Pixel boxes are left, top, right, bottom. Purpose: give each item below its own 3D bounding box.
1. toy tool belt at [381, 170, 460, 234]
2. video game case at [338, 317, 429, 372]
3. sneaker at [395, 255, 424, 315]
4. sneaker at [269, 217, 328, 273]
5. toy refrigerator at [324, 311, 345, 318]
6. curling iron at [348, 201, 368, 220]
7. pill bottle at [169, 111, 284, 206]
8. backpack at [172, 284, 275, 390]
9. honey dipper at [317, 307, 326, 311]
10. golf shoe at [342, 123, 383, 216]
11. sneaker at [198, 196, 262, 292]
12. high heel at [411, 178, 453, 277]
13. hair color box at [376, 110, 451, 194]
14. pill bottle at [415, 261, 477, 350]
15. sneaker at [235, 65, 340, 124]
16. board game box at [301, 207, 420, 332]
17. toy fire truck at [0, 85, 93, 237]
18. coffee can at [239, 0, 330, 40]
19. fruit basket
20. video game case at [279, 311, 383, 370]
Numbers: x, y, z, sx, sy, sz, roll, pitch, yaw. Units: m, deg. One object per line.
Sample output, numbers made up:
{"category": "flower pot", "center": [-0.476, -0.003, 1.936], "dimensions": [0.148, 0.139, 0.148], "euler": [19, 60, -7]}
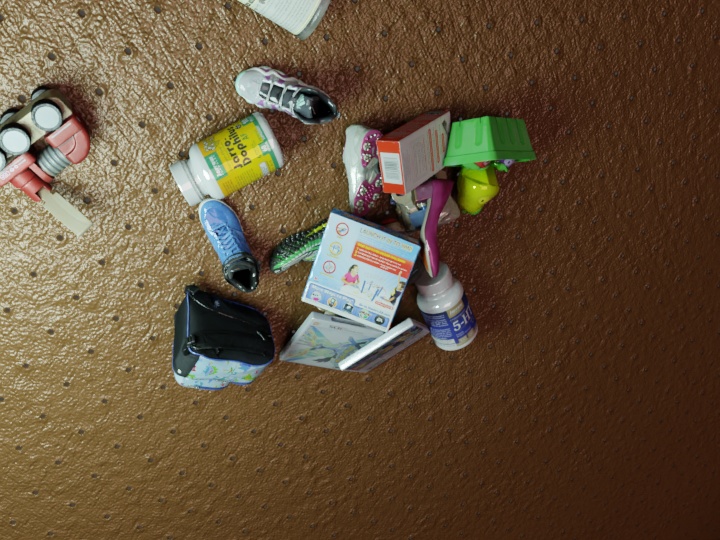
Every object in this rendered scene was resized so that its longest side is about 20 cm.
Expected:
{"category": "toy tool belt", "center": [0.121, -0.150, 1.289], "dimensions": [0.196, 0.125, 0.125], "euler": [-16, 87, -19]}
{"category": "video game case", "center": [0.060, 0.181, 1.367], "dimensions": [0.198, 0.023, 0.182], "euler": [-33, 161, 10]}
{"category": "sneaker", "center": [0.071, 0.027, 1.302], "dimensions": [0.201, 0.074, 0.080], "euler": [-55, 142, -26]}
{"category": "sneaker", "center": [-0.105, -0.040, 1.250], "dimensions": [0.197, 0.078, 0.086], "euler": [-26, 121, -11]}
{"category": "toy refrigerator", "center": [-0.015, 0.058, 1.336], "dimensions": [0.075, 0.070, 0.203], "euler": [16, 106, -28]}
{"category": "curling iron", "center": [0.037, -0.088, 1.320], "dimensions": [0.200, 0.025, 0.050], "euler": [44, 73, -28]}
{"category": "pill bottle", "center": [-0.253, -0.206, 1.092], "dimensions": [0.197, 0.113, 0.114], "euler": [-29, 121, -8]}
{"category": "backpack", "center": [-0.290, 0.154, 1.205], "dimensions": [0.197, 0.185, 0.148], "euler": [16, 129, -31]}
{"category": "honey dipper", "center": [-0.055, 0.006, 1.282], "dimensions": [0.037, 0.038, 0.202], "euler": [5, 127, -24]}
{"category": "golf shoe", "center": [0.000, -0.214, 1.221], "dimensions": [0.074, 0.091, 0.203], "euler": [-20, 133, -34]}
{"category": "sneaker", "center": [-0.259, -0.046, 1.162], "dimensions": [0.076, 0.111, 0.203], "euler": [-24, 120, -10]}
{"category": "high heel", "center": [0.167, -0.091, 1.204], "dimensions": [0.094, 0.067, 0.205], "euler": [-8, 90, -8]}
{"category": "hair color box", "center": [0.118, -0.250, 1.205], "dimensions": [0.199, 0.063, 0.113], "euler": [-37, 127, -40]}
{"category": "pill bottle", "center": [0.205, 0.085, 1.412], "dimensions": [0.118, 0.120, 0.202], "euler": [-32, 121, -6]}
{"category": "sneaker", "center": [-0.127, -0.323, 1.075], "dimensions": [0.196, 0.140, 0.079], "euler": [6, 111, -25]}
{"category": "board game box", "center": [0.000, 0.000, 1.200], "dimensions": [0.196, 0.056, 0.199], "euler": [20, 105, -3]}
{"category": "toy fire truck", "center": [-0.528, -0.178, 0.995], "dimensions": [0.175, 0.129, 0.201], "euler": [-37, 133, -4]}
{"category": "coffee can", "center": [-0.152, -0.511, 0.977], "dimensions": [0.197, 0.146, 0.148], "euler": [21, 104, -29]}
{"category": "fruit basket", "center": [0.278, -0.225, 1.266], "dimensions": [0.213, 0.154, 0.221], "euler": [-2, 93, -46]}
{"category": "video game case", "center": [-0.069, 0.168, 1.326], "dimensions": [0.179, 0.022, 0.200], "euler": [14, 140, -24]}
